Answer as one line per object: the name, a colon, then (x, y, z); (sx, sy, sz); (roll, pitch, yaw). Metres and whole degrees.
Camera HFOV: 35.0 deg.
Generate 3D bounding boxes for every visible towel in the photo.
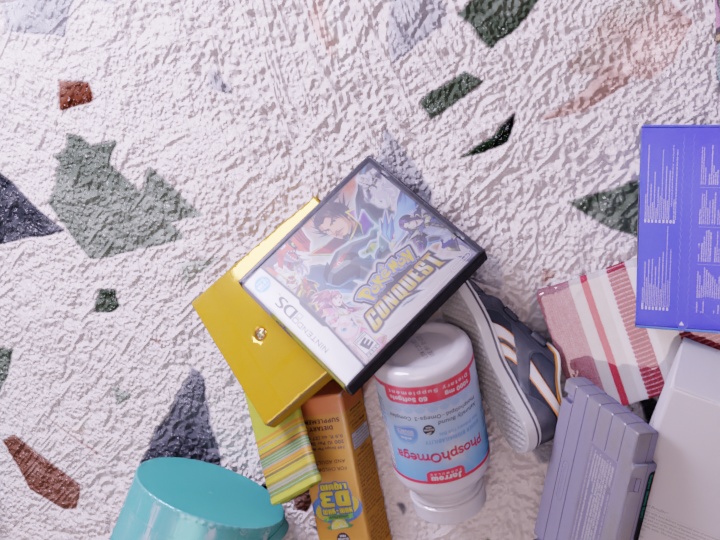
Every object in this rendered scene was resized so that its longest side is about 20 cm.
towel: (-0.093, 0.153, 1.277); (0.086, 0.018, 0.202); (-34, 64, 41)
towel: (0.299, 0.058, 1.188); (0.199, 0.023, 0.145); (-19, 92, 18)

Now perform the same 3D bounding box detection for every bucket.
bucket: (-0.186, 0.310, 1.289); (0.206, 0.207, 0.136); (21, 99, 13)

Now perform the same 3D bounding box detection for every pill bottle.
pill bottle: (0.079, 0.165, 1.214); (0.108, 0.109, 0.202); (-4, 117, 18)

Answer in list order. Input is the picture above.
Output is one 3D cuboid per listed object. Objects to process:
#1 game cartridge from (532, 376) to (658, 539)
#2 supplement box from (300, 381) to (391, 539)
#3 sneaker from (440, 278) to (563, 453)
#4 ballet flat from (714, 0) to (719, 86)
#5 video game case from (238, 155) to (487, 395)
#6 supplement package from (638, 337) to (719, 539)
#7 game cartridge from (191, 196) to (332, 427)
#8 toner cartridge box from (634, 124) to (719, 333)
game cartridge: (0.230, 0.224, 1.132); (0.130, 0.038, 0.202); (36, 122, 55)
supplement box: (-0.021, 0.229, 1.296); (0.066, 0.069, 0.202); (-9, 99, 20)
sneaker: (0.156, 0.089, 1.213); (0.079, 0.078, 0.201); (-21, 77, -23)
ballet flat: (0.369, -0.221, 1.086); (0.069, 0.071, 0.202); (-9, 98, 20)
video game case: (0.000, 0.000, 1.190); (0.200, 0.026, 0.181); (-44, 61, -8)
supplement package: (0.338, 0.193, 1.131); (0.120, 0.120, 0.201); (20, 116, 13)
game cartridge: (-0.068, 0.042, 1.250); (0.200, 0.032, 0.177); (-39, 65, 8)
toner cartridge box: (0.324, -0.043, 1.129); (0.094, 0.043, 0.202); (4, 98, 24)
